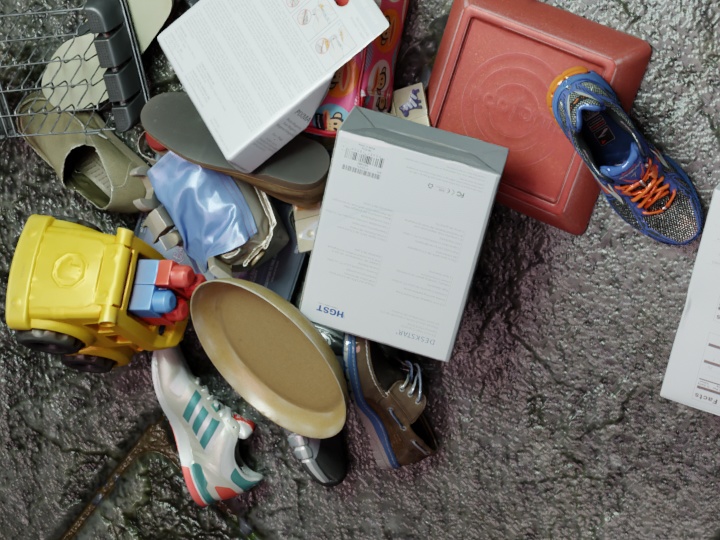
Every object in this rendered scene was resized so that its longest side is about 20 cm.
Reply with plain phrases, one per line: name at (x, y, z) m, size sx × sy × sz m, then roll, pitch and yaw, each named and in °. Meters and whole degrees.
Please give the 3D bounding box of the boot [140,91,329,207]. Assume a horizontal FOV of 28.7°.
boot at (-0.126, -0.113, 1.398) m, size 0.199 × 0.074 × 0.076 m, roll 23°, pitch 157°, yaw 8°

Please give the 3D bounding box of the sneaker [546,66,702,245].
sneaker at (0.242, -0.093, 1.287) m, size 0.075 × 0.079 × 0.200 m, roll -41°, pitch 106°, yaw 16°

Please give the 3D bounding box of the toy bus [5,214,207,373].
toy bus at (-0.242, 0.029, 1.476) m, size 0.191 × 0.200 × 0.137 m, roll 1°, pitch 71°, yaw 20°

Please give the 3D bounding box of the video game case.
video game case at (-0.151, -0.035, 1.528) m, size 0.199 × 0.019 × 0.144 m, roll 25°, pitch 112°, yaw 14°

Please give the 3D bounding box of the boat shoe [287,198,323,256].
boat shoe at (0.000, 0.000, 1.439) m, size 0.200 × 0.068 × 0.072 m, roll 47°, pitch 112°, yaw 3°

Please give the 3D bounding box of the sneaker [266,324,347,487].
sneaker at (-0.030, 0.128, 1.491) m, size 0.115 × 0.075 × 0.201 m, roll -21°, pitch 103°, yaw 15°

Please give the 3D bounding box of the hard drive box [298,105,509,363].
hard drive box at (0.039, -0.034, 1.328) m, size 0.155 × 0.077 × 0.201 m, roll 17°, pitch 116°, yaw 5°

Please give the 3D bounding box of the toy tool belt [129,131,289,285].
toy tool belt at (-0.171, -0.077, 1.446) m, size 0.125 × 0.123 × 0.200 m, roll -41°, pitch 86°, yaw 27°

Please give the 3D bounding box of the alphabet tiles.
alphabet tiles at (-0.005, -0.133, 1.408) m, size 0.166 × 0.008 × 0.201 m, roll -14°, pitch 80°, yaw 27°

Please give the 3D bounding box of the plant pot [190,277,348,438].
plant pot at (-0.086, 0.082, 1.396) m, size 0.199 × 0.027 × 0.201 m, roll 29°, pitch 145°, yaw 23°

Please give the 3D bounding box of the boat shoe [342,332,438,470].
boat shoe at (0.033, 0.122, 1.439) m, size 0.072 × 0.073 × 0.201 m, roll -9°, pitch 134°, yaw 12°

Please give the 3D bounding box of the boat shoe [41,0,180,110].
boat shoe at (-0.262, -0.245, 1.497) m, size 0.074 × 0.063 × 0.201 m, roll 41°, pitch 118°, yaw -15°

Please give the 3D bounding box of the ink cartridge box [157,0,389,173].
ink cartridge box at (-0.078, -0.216, 1.335) m, size 0.200 × 0.057 × 0.163 m, roll -36°, pitch 66°, yaw 10°

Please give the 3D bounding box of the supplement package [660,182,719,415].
supplement package at (0.356, 0.024, 1.272) m, size 0.109 × 0.114 × 0.201 m, roll 17°, pitch 111°, yaw 19°

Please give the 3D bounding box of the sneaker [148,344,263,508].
sneaker at (-0.167, 0.160, 1.569) m, size 0.093 × 0.070 × 0.201 m, roll -15°, pitch 96°, yaw 8°

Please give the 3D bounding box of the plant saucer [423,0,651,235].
plant saucer at (0.152, -0.156, 1.355) m, size 0.199 × 0.037 × 0.201 m, roll 24°, pitch 111°, yaw 16°

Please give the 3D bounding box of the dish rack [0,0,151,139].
dish rack at (-0.329, -0.209, 1.466) m, size 0.199 × 0.055 × 0.154 m, roll -3°, pitch 119°, yaw 14°

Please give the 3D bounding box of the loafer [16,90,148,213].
loafer at (-0.307, -0.131, 1.535) m, size 0.199 × 0.067 × 0.076 m, roll 34°, pitch 114°, yaw 19°

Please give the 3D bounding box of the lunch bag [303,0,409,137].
lunch bag at (-0.048, -0.238, 1.385) m, size 0.175 × 0.082 × 0.201 m, roll 15°, pitch 101°, yaw 30°
